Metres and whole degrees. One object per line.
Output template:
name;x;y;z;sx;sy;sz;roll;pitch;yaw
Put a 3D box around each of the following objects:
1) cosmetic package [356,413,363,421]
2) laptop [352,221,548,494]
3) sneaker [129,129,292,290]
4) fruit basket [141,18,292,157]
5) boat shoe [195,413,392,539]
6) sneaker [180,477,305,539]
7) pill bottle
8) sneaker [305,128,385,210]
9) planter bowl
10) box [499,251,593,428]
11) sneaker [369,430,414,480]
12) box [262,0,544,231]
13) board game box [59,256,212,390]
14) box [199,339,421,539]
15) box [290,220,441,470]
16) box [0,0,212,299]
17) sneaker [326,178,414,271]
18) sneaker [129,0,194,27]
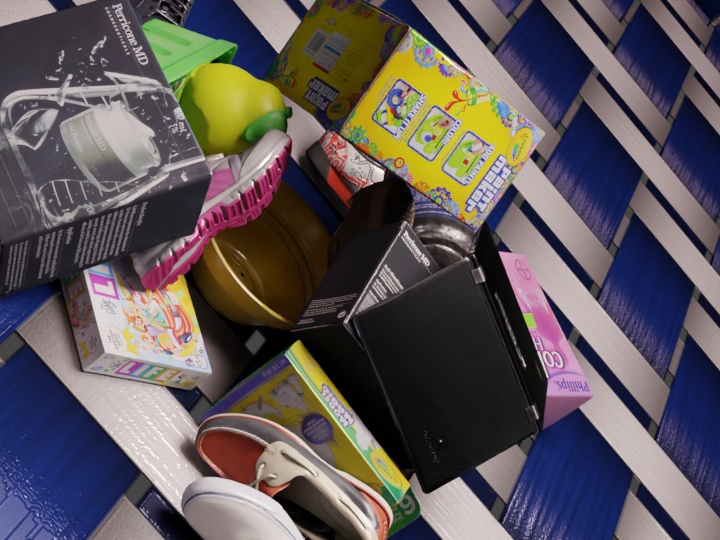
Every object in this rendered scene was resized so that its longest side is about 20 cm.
cosmetic package;-0.032;0.116;1.756;0.102;0.071;0.200;54;29;2
laptop;0.093;0.078;1.681;0.200;0.116;0.188;-63;133;-70
sneaker;-0.150;-0.076;1.634;0.200;0.081;0.088;-39;75;-19
fruit basket;-0.174;-0.153;1.736;0.215;0.156;0.216;23;30;-14
boat shoe;-0.065;0.195;1.574;0.200;0.071;0.063;30;25;5
sneaker;-0.080;0.260;1.532;0.200;0.073;0.071;42;28;-19
pill bottle;0.076;-0.036;1.867;0.112;0.112;0.200;38;33;-25
sneaker;0.038;-0.096;2.030;0.201;0.108;0.067;50;8;-4
planter bowl;-0.112;-0.007;1.759;0.200;0.083;0.201;36;34;-29
box;0.152;0.082;2.030;0.176;0.097;0.200;6;54;-53
sneaker;0.040;0.180;1.768;0.079;0.095;0.200;52;31;-6
box;0.041;-0.164;1.724;0.192;0.122;0.200;33;4;-31
board game box;-0.221;0.010;1.634;0.134;0.034;0.200;15;47;-47
box;-0.044;0.179;1.624;0.200;0.117;0.048;51;24;-4
box;0.042;0.075;1.688;0.200;0.079;0.141;53;51;-26
box;-0.263;-0.109;1.524;0.196;0.124;0.200;-20;71;-24
sneaker;0.000;0.000;1.771;0.070;0.075;0.200;41;53;-32
sneaker;-0.195;-0.321;1.913;0.077;0.146;0.203;34;36;-33
